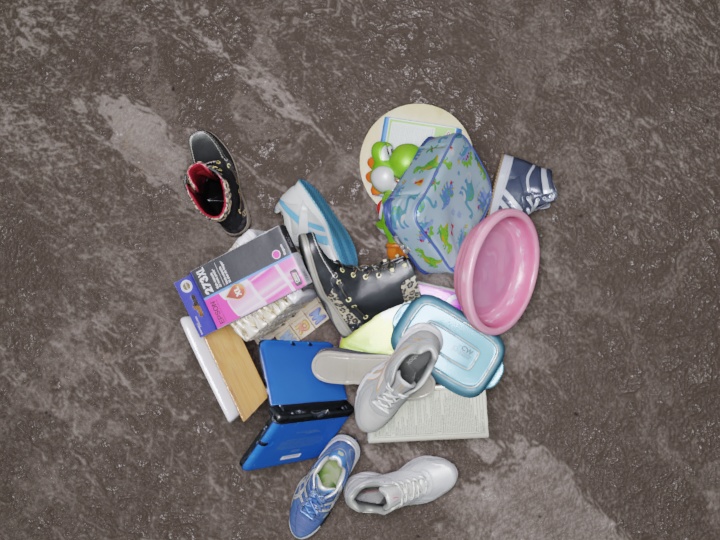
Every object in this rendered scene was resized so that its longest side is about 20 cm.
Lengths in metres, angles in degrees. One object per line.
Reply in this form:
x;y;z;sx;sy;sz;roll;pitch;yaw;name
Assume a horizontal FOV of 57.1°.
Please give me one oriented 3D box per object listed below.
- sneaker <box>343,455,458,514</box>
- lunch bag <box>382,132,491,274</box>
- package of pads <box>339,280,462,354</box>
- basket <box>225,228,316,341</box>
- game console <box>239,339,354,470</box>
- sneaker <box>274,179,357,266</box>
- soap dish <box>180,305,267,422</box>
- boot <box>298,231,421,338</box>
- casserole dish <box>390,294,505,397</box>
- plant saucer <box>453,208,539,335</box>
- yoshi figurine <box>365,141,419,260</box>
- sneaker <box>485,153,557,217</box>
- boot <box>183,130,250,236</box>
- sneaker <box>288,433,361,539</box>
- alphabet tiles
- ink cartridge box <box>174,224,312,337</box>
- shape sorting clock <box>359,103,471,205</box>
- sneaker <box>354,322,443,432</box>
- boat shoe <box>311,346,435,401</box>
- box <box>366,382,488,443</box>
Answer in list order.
0.068;0.368;1.101;0.200;0.099;0.078;-17;87;2;sneaker
0.128;-0.101;1.045;0.161;0.082;0.200;49;56;-35;lunch bag
0.072;0.091;1.129;0.199;0.068;0.155;12;87;5;package of pads
-0.157;0.023;1.077;0.123;0.200;0.136;-41;86;5;basket
-0.114;0.217;1.084;0.118;0.200;0.171;44;108;31;game console
-0.074;-0.058;1.133;0.081;0.076;0.200;-39;66;18;sneaker
-0.224;0.151;1.107;0.081;0.157;0.200;-25;86;-15;soap dish
0.000;0.000;1.037;0.153;0.074;0.204;-24;125;-1;boot
0.142;0.121;1.069;0.200;0.039;0.121;32;87;6;casserole dish
0.211;0.000;1.047;0.051;0.200;0.201;14;88;43;plant saucer
0.076;-0.124;1.097;0.112;0.112;0.200;-15;90;-5;yoshi figurine
0.267;-0.092;1.127;0.108;0.070;0.200;15;86;5;sneaker
-0.253;-0.158;1.118;0.073;0.151;0.200;-19;87;2;boot
-0.071;0.367;1.112;0.076;0.077;0.200;27;100;11;sneaker
-0.128;0.037;1.174;0.200;0.006;0.167;-37;86;1;alphabet tiles
-0.178;0.019;0.968;0.200;0.037;0.095;-26;89;14;ink cartridge box
0.098;-0.188;1.155;0.199;0.039;0.201;1;95;10;shape sorting clock
0.050;0.170;0.992;0.076;0.092;0.200;32;105;-3;sneaker
0.024;0.159;1.074;0.199;0.063;0.073;10;103;6;boat shoe
0.109;0.234;1.116;0.199;0.078;0.095;-2;87;3;box
